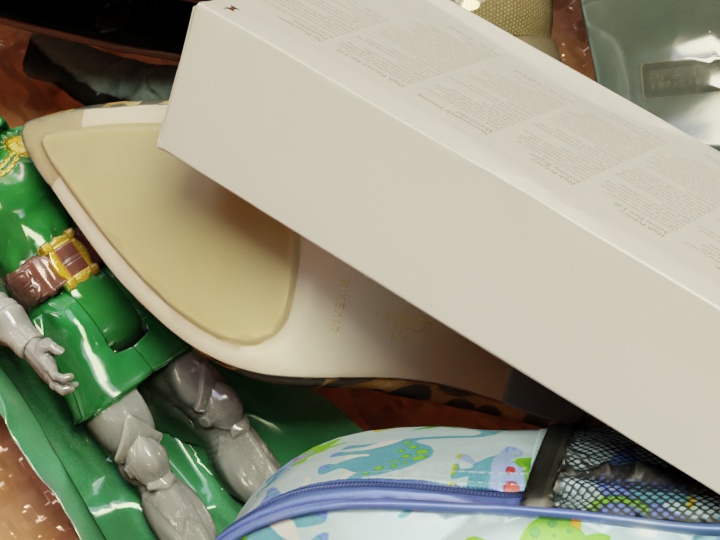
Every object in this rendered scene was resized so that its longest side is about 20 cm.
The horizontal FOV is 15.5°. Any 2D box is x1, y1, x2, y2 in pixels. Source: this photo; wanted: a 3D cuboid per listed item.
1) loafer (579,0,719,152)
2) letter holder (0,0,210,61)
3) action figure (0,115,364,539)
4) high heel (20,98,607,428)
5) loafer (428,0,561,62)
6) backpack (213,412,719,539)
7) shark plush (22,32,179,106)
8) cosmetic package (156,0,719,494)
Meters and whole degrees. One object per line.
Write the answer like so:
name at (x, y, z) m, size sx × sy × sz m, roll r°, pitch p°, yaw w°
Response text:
loafer at (0.098, -0.073, 0.770) m, size 0.072 × 0.063 × 0.201 m, roll 3°, pitch 90°, yaw 10°
letter holder at (-0.116, -0.124, 0.782) m, size 0.199 × 0.101 × 0.143 m, roll 15°, pitch 43°, yaw -14°
action figure at (-0.079, 0.020, 0.810) m, size 0.118 × 0.055 × 0.200 m, roll -36°, pitch 85°, yaw -36°
high heel at (0.000, 0.000, 0.816) m, size 0.199 × 0.143 × 0.072 m, roll 24°, pitch 96°, yaw 14°
loafer at (0.015, -0.100, 0.848) m, size 0.076 × 0.200 × 0.068 m, roll 2°, pitch 102°, yaw -23°
backpack at (0.043, 0.132, 0.701) m, size 0.199 × 0.147 × 0.184 m, roll 5°, pitch 102°, yaw 11°
shark plush at (-0.011, -0.042, 0.878) m, size 0.199 × 0.091 × 0.083 m, roll 3°, pitch 41°, yaw 8°
cosmetic package at (0.049, -0.014, 0.701) m, size 0.200 × 0.051 × 0.082 m, roll 32°, pitch 29°, yaw 23°
